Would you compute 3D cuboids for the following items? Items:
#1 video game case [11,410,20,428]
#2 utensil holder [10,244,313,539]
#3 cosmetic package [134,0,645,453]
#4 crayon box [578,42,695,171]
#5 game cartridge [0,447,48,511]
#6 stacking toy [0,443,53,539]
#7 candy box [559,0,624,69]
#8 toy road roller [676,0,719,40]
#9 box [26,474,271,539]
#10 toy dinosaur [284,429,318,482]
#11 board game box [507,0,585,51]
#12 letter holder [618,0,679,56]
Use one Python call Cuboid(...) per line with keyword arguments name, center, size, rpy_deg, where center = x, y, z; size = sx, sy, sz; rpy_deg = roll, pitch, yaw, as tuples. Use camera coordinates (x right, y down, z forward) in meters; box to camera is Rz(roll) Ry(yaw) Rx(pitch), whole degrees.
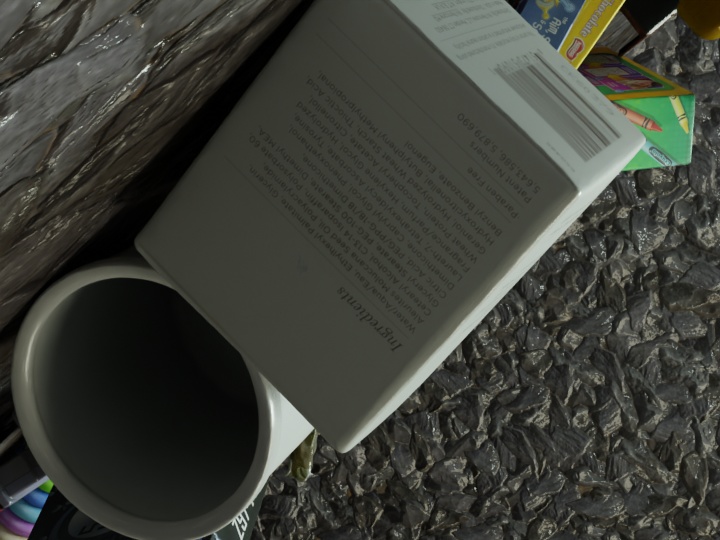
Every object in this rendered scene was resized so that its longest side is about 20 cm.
Cuboid(name="video game case", center=(-0.143, 0.084, 1.149), size=(0.200, 0.024, 0.181), rpy_deg=(-39, -144, -19))
Cuboid(name="utensil holder", center=(-0.094, 0.051, 0.964), size=(0.170, 0.170, 0.200), rpy_deg=(-42, 178, 25))
Cuboid(name="cosmetic package", center=(0.019, -0.044, 0.840), size=(0.200, 0.165, 0.165), rpy_deg=(-48, 173, 24))
Cuboid(name="crayon box", center=(0.169, -0.135, 1.236), size=(0.117, 0.059, 0.200), rpy_deg=(-6, -157, -15))
Cuboid(name="game cartridge", center=(-0.302, 0.182, 1.244), size=(0.199, 0.039, 0.130), rpy_deg=(-32, -175, 25))
Cuboid(name="stacking toy", center=(-0.270, 0.166, 1.372), size=(0.085, 0.085, 0.200), rpy_deg=(-36, 167, -52))
Cuboid(name="candy box", center=(0.148, -0.167, 1.100), size=(0.201, 0.026, 0.102), rpy_deg=(-55, -170, 15))
Cuboid(name="toy road roller", center=(0.170, -0.202, 0.781), size=(0.123, 0.146, 0.200), rpy_deg=(-41, 177, 30))
Cuboid(name="box", center=(-0.146, 0.158, 1.112), size=(0.159, 0.044, 0.201), rpy_deg=(-9, -143, 24))
Cuboid(name="toy dinosaur", center=(-0.022, 0.093, 1.407), size=(0.102, 0.077, 0.201), rpy_deg=(-12, -141, 45))
Cuboid(name="board game box", center=(0.117, -0.170, 1.040), size=(0.201, 0.034, 0.135), rpy_deg=(-60, -175, -22))
Cuboid(name="letter holder", center=(0.256, -0.272, 1.268), size=(0.200, 0.101, 0.142), rpy_deg=(-40, 179, -10))
